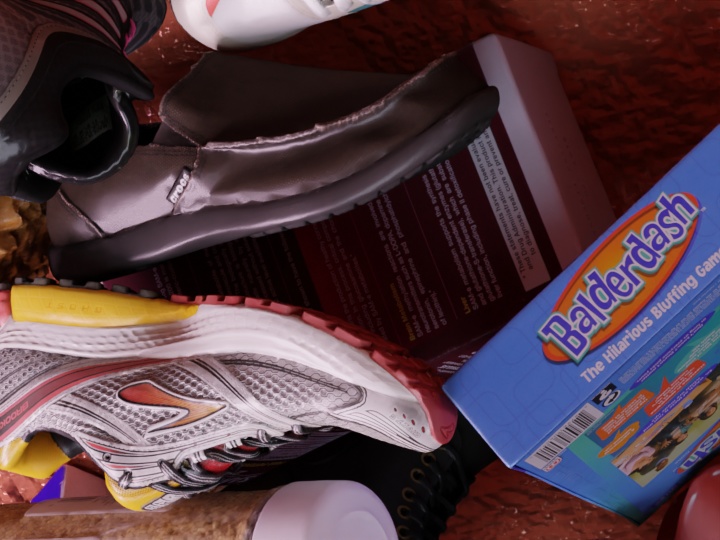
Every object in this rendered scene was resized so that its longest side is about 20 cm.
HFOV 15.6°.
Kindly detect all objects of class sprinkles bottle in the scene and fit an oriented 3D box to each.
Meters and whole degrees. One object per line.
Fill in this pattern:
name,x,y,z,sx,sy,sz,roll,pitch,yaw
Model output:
sprinkles bottle,-0.082,0.121,1.041,0.199,0.068,0.068,-6,135,34

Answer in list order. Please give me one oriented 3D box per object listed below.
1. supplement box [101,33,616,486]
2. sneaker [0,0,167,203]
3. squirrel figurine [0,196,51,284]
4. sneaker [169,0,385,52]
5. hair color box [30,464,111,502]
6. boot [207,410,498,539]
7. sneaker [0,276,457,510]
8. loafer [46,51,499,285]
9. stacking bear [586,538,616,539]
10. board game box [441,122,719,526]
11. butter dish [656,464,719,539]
supplement box,0.000,0.000,1.047,0.200,0.109,0.061,-26,166,22
sneaker,-0.110,-0.069,0.936,0.074,0.200,0.088,-41,87,18
squirrel figurine,-0.207,0.017,1.056,0.200,0.142,0.187,-26,133,25
sneaker,0.005,-0.128,0.947,0.199,0.094,0.070,-31,125,25
hair color box,-0.067,0.180,1.214,0.200,0.110,0.065,26,127,-22
boot,0.031,0.099,1.093,0.200,0.138,0.078,-33,124,0
sneaker,-0.054,0.053,0.991,0.199,0.082,0.078,3,169,30
loafer,-0.044,-0.049,0.990,0.199,0.073,0.072,-17,96,26
stacking bear,0.056,0.188,1.105,0.121,0.114,0.200,25,152,-18
board game box,0.126,0.024,1.014,0.152,0.045,0.200,-43,158,6
butter dish,0.198,0.162,1.178,0.199,0.148,0.200,-1,102,-22
